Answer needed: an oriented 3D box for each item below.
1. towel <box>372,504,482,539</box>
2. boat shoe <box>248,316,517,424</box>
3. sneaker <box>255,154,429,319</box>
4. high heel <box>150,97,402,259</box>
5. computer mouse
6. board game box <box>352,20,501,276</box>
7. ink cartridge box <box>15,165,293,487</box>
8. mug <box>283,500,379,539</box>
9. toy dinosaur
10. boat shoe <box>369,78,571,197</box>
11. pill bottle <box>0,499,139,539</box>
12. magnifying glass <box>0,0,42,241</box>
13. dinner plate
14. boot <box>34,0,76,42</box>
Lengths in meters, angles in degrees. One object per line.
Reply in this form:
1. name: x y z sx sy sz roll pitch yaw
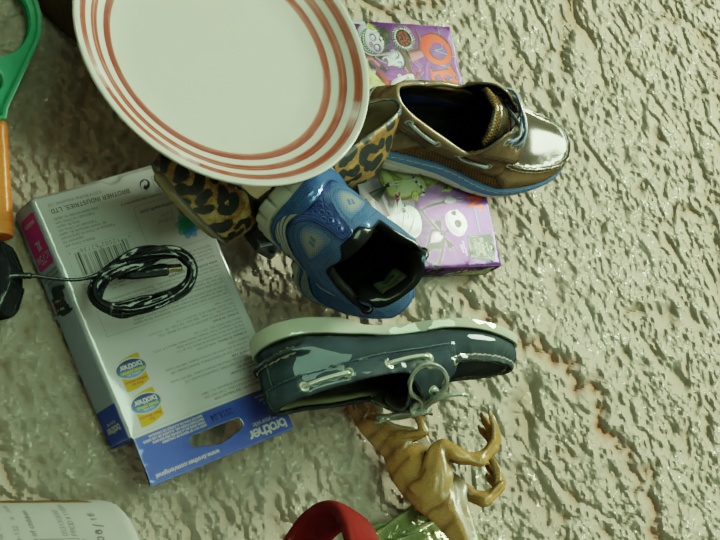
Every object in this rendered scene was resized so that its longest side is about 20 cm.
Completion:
1. towel: 0.051 0.263 1.070 0.148 0.036 0.200 -24 84 -37
2. boat shoe: 0.022 0.068 1.055 0.200 0.075 0.062 4 61 -33
3. sneaker: 0.000 0.000 1.046 0.089 0.200 0.079 42 89 24
4. high heel: -0.052 -0.083 1.021 0.071 0.143 0.200 49 8 21
5. computer mouse: -0.201 0.007 0.977 0.200 0.034 0.059 1 69 -12
6. board game box: 0.034 -0.093 1.198 0.120 0.032 0.200 -1 73 -37
7. ink cartridge box: -0.134 0.034 1.034 0.119 0.042 0.200 -19 81 -37
8. mug: -0.044 0.219 0.916 0.133 0.200 0.178 3 74 -25
9. toy dinosaur: 0.056 0.152 1.085 0.106 0.060 0.200 -20 56 -25
10. boat shoe: 0.087 -0.101 1.173 0.200 0.072 0.072 2 71 -33
11. pill bottle: -0.229 0.185 0.871 0.200 0.114 0.115 5 70 -32
12. magnifying glass: -0.245 -0.116 1.031 0.079 0.022 0.200 4 72 -32
13. dinner plate: -0.086 -0.137 0.979 0.200 0.024 0.201 15 59 -26
14. boot: -0.111 -0.186 1.109 0.200 0.073 0.156 38 56 -3
